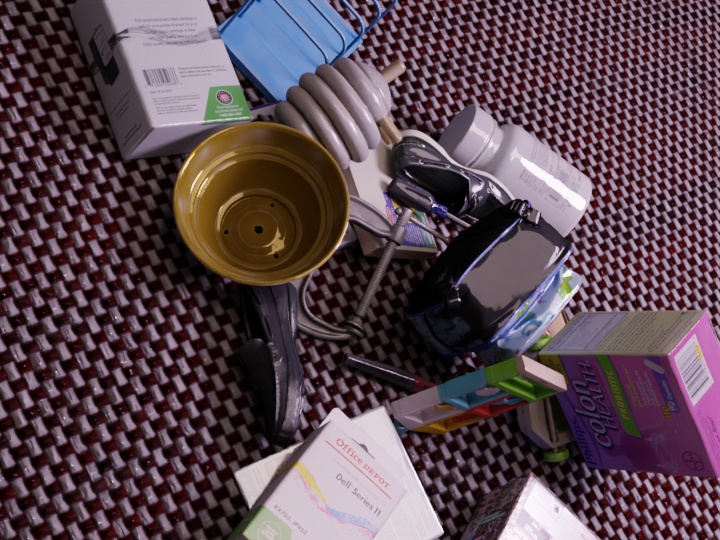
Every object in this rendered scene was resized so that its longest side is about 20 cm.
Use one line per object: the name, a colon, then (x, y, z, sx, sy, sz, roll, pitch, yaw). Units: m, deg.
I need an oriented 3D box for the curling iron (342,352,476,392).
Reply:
curling iron: (0.064, 0.124, 1.656, 0.199, 0.026, 0.050, 14, 98, -27)

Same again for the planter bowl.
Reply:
planter bowl: (-0.114, -0.061, 1.568, 0.198, 0.084, 0.202, 2, 67, -6)

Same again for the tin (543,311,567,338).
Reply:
tin: (0.211, 0.038, 1.815, 0.111, 0.042, 0.201, -5, 69, -35)

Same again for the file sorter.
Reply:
file sorter: (-0.065, -0.323, 1.749, 0.139, 0.123, 0.200, 46, 47, -6)

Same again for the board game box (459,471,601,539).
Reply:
board game box: (0.185, 0.364, 1.568, 0.159, 0.097, 0.200, 44, 47, -8)

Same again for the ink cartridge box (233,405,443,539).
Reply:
ink cartridge box: (-0.027, 0.260, 1.515, 0.199, 0.047, 0.161, -21, 79, -26)

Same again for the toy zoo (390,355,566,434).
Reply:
toy zoo: (0.124, 0.150, 1.585, 0.131, 0.199, 0.021, 26, 46, -57)

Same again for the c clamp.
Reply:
c clamp: (0.000, 0.000, 1.631, 0.170, 0.027, 0.201, 35, 76, -21)

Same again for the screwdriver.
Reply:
screwdriver: (0.121, -0.064, 1.749, 0.199, 0.029, 0.028, 29, 79, -19)

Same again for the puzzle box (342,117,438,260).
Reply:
puzzle box: (0.022, -0.109, 1.740, 0.133, 0.025, 0.201, 5, 62, -52)

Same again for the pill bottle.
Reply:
pill bottle: (0.203, -0.131, 1.850, 0.199, 0.114, 0.115, 34, 49, -18)

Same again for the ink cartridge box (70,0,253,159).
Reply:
ink cartridge box: (-0.233, -0.241, 1.599, 0.146, 0.083, 0.201, -10, 73, -40)

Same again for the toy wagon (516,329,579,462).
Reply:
toy wagon: (0.274, 0.152, 1.768, 0.199, 0.039, 0.157, -13, 96, -42)

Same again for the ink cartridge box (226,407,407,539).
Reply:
ink cartridge box: (-0.033, 0.243, 1.452, 0.117, 0.067, 0.200, 41, 61, -3)

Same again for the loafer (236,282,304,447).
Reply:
loafer: (-0.104, 0.099, 1.522, 0.070, 0.068, 0.202, 7, 58, -22)

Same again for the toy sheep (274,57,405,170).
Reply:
toy sheep: (-0.026, -0.183, 1.639, 0.200, 0.138, 0.138, -38, 91, -9)

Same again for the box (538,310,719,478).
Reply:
box: (0.345, 0.148, 1.671, 0.097, 0.199, 0.177, -39, 113, -34)

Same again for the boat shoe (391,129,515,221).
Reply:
boat shoe: (0.121, -0.102, 1.770, 0.199, 0.074, 0.066, 37, 40, -24)

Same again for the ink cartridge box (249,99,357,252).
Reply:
ink cartridge box: (-0.089, -0.106, 1.667, 0.094, 0.037, 0.201, -22, 82, -42)

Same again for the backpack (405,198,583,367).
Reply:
backpack: (0.155, 0.030, 1.660, 0.147, 0.200, 0.183, 46, 69, -8)
